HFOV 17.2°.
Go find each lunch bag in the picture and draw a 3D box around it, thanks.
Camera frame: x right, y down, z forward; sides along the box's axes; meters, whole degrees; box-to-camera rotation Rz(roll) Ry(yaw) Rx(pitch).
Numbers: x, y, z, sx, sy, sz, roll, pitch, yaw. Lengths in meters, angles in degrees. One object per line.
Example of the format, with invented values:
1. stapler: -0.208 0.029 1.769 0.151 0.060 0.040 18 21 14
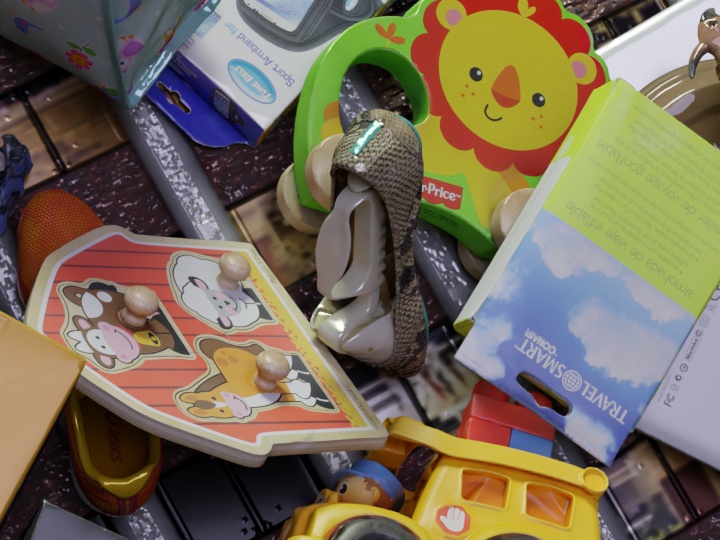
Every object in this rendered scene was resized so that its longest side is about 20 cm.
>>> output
1. lunch bag: -0.179 -0.217 1.367 0.170 0.201 0.122 28 64 20

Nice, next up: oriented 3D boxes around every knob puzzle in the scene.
1. knob puzzle: -0.099 0.032 1.336 0.218 0.031 0.220 22 30 -13

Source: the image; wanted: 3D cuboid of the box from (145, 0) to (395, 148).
1. box: -0.058 -0.172 1.494 0.119 0.041 0.200 42 66 0

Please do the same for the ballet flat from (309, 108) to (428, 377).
1. ballet flat: 0.000 0.000 1.381 0.067 0.201 0.075 23 47 25

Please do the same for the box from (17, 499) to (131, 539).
1. box: -0.139 0.223 1.268 0.148 0.200 0.125 25 70 -7

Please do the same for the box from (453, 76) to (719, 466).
1. box: 0.146 0.002 1.422 0.122 0.048 0.201 34 77 -8

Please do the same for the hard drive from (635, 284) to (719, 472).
1. hard drive: 0.239 0.059 1.481 0.199 0.026 0.133 26 85 -8

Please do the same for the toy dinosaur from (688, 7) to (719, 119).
1. toy dinosaur: 0.286 -0.082 1.426 0.134 0.086 0.200 -10 34 -16

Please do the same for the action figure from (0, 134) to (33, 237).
1. action figure: -0.255 -0.052 1.345 0.104 0.200 0.195 -12 104 9

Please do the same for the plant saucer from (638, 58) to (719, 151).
1. plant saucer: 0.240 -0.036 1.510 0.198 0.029 0.202 0 89 -9

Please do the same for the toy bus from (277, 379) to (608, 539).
1. toy bus: 0.046 0.149 1.386 0.198 0.136 0.193 14 58 -8

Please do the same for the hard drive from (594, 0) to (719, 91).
1. hard drive: 0.266 -0.133 1.553 0.199 0.027 0.132 -30 83 -9

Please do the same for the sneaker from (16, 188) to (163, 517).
1. sneaker: -0.151 0.041 1.385 0.072 0.077 0.201 -14 73 -17

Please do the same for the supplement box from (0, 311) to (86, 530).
1. supplement box: -0.258 0.123 1.266 0.132 0.200 0.198 28 68 -4

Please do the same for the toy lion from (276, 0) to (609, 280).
1. toy lion: 0.059 -0.101 1.480 0.199 0.069 0.193 15 70 -19
